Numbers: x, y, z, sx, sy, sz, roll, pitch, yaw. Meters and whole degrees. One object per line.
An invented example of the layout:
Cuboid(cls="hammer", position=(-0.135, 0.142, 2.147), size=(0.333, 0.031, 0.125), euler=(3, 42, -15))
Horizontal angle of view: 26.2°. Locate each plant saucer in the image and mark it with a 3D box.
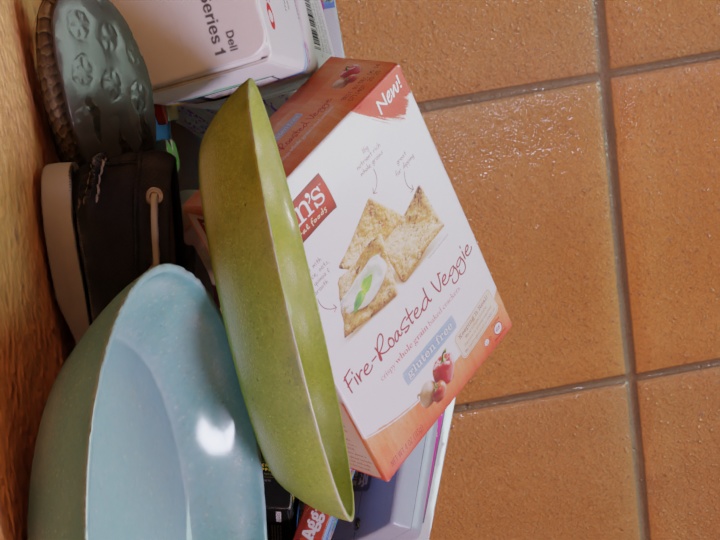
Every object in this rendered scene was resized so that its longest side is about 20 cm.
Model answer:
Cuboid(cls="plant saucer", position=(-0.039, 0.016, 0.691), size=(0.200, 0.031, 0.201), euler=(-13, 90, -88))
Cuboid(cls="plant saucer", position=(-0.079, 0.099, 0.580), size=(0.200, 0.036, 0.201), euler=(-5, 90, -78))

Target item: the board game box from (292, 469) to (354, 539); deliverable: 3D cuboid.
Cuboid(cls="board game box", position=(-0.005, 0.099, 0.981), size=(0.103, 0.019, 0.201), euler=(92, 17, -69))

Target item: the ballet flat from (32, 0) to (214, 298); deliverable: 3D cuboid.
Cuboid(cls="ballet flat", position=(-0.118, -0.042, 0.727), size=(0.068, 0.046, 0.201), euler=(-57, 143, -41))

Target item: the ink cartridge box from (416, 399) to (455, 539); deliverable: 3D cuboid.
Cuboid(cls="ink cartridge box", position=(0.026, 0.101, 1.118), size=(0.094, 0.037, 0.201), euler=(-7, -111, 55))

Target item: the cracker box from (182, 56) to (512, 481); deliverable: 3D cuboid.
Cuboid(cls="cracker box", position=(0.000, 0.000, 0.869), size=(0.057, 0.134, 0.201), euler=(12, -39, 43))

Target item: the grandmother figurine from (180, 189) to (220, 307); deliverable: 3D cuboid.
Cuboid(cls="grandmother figurine", position=(-0.095, 0.044, 0.867), size=(0.200, 0.060, 0.122), euler=(-95, -177, -56))

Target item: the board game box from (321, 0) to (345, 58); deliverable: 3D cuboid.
Cuboid(cls="board game box", position=(-0.093, -0.213, 1.248), size=(0.064, 0.147, 0.201), euler=(-113, -166, -79))

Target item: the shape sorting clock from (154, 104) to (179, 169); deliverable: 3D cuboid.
Cuboid(cls="shape sorting clock", position=(-0.131, -0.128, 0.876), size=(0.200, 0.039, 0.201), euler=(170, -90, -90))

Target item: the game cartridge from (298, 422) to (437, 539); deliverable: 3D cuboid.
Cuboid(cls="game cartridge", position=(-0.016, 0.136, 1.101), size=(0.200, 0.041, 0.134), euler=(-11, -112, 55))

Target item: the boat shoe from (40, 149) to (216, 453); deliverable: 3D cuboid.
Cuboid(cls="boat shoe", position=(-0.090, 0.046, 0.678), size=(0.074, 0.060, 0.201), euler=(-92, 173, -81))

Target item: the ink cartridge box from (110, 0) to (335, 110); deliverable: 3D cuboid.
Cuboid(cls="ink cartridge box", position=(-0.083, -0.168, 0.838), size=(0.200, 0.083, 0.146), euler=(-28, 103, -80))

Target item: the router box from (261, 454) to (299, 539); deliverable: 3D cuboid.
Cuboid(cls="router box", position=(-0.063, 0.109, 1.012), size=(0.200, 0.051, 0.150), euler=(96, -3, -66))

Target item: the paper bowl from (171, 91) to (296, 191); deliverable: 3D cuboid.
Cuboid(cls="paper bowl", position=(-0.058, -0.049, 1.039), size=(0.200, 0.104, 0.201), euler=(39, -7, 6))
